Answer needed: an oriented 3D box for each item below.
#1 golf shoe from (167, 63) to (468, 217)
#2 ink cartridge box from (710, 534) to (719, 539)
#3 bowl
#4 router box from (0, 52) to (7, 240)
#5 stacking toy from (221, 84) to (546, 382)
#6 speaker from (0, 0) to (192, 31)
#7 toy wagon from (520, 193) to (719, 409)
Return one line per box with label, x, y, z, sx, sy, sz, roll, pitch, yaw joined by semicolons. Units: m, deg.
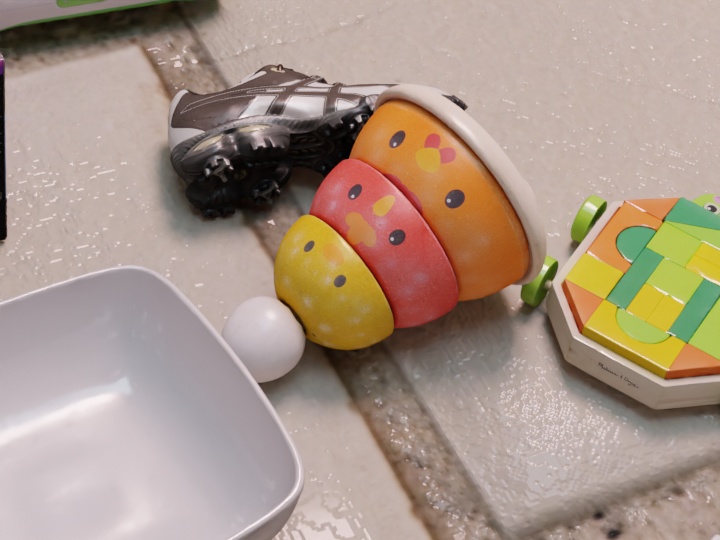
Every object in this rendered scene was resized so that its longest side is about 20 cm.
golf shoe;-0.030;-0.102;1.291;0.198;0.078;0.095;-10;49;-20
ink cartridge box;0.200;0.254;1.024;0.173;0.044;0.200;34;50;21
bowl;-0.149;0.107;1.076;0.198;0.075;0.200;-22;54;-27
router box;-0.268;-0.133;1.226;0.051;0.150;0.201;-14;52;-21
stacking toy;0.000;0.000;1.189;0.200;0.147;0.146;-40;63;-17
speaker;-0.188;-0.215;1.361;0.198;0.089;0.089;-12;51;-21
toy wagon;0.200;0.004;1.259;0.154;0.040;0.200;29;49;16
